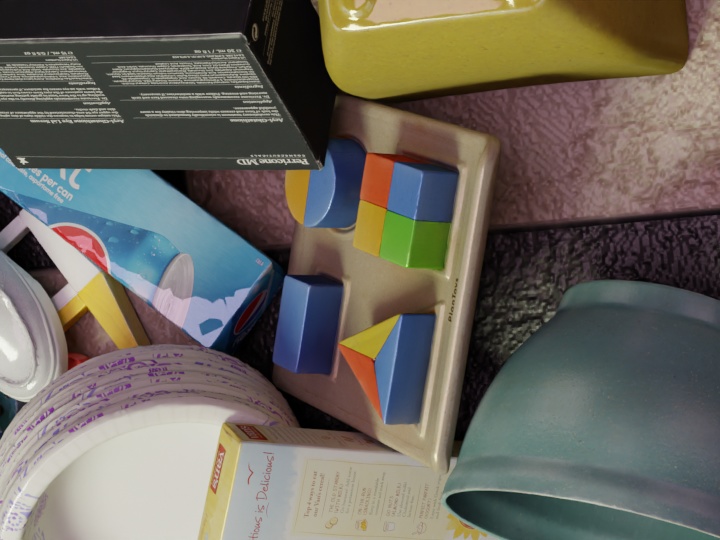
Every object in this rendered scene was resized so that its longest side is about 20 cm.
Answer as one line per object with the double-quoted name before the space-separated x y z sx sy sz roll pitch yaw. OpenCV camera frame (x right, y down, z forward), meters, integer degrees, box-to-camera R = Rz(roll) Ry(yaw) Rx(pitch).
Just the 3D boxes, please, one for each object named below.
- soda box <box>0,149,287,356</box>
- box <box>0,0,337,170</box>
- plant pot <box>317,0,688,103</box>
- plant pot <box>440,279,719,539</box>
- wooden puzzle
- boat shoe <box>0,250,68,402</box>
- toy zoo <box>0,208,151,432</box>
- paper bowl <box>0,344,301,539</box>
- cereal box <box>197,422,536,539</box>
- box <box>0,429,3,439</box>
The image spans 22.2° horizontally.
"soda box" -0.144 -0.032 1.135 0.199 0.064 0.068 37 88 11
"box" -0.127 -0.121 1.022 0.198 0.141 0.080 2 62 18
"plant pot" 0.059 -0.192 0.984 0.194 0.200 0.196 -4 96 19
"plant pot" 0.155 0.086 1.009 0.198 0.200 0.135 10 74 16
"wooden puzzle" 0.000 0.000 1.048 0.200 0.046 0.187 24 109 56
"boat shoe" -0.259 -0.002 1.159 0.072 0.068 0.201 -30 87 19
"toy zoo" -0.221 0.050 1.201 0.200 0.020 0.132 -40 84 19
"paper bowl" -0.126 0.134 1.109 0.199 0.105 0.202 -8 123 -12
"cereal box" 0.000 0.168 1.074 0.198 0.039 0.145 8 102 -25
"box" -0.324 0.067 1.199 0.136 0.038 0.201 -37 86 42
